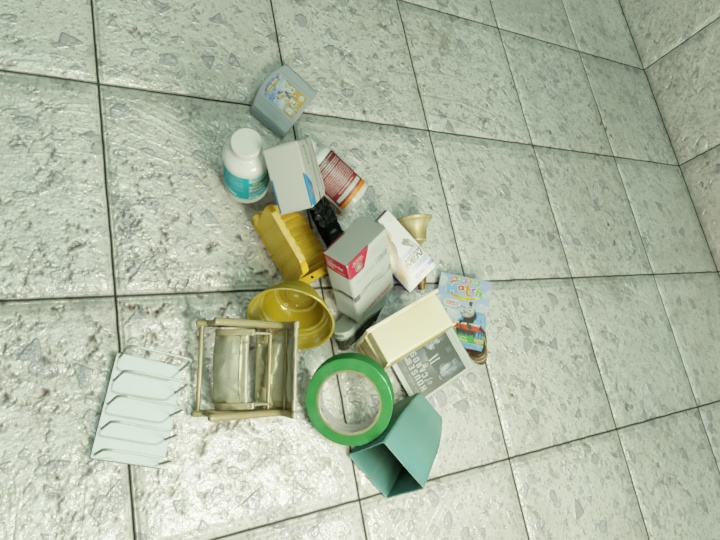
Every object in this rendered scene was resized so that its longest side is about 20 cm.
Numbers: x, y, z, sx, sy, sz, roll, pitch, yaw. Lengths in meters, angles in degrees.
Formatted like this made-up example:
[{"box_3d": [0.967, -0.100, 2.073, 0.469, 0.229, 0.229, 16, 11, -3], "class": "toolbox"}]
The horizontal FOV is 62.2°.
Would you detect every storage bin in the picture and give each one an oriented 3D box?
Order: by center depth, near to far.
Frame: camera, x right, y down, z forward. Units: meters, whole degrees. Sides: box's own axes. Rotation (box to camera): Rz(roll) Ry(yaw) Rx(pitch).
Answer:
[{"box_3d": [0.102, 0.156, 1.436, 0.198, 0.199, 0.095, -29, 79, -17], "class": "storage bin"}]

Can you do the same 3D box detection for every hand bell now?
[{"box_3d": [0.160, -0.048, 1.672, 0.102, 0.103, 0.205, -2, 84, -33], "class": "hand bell"}]

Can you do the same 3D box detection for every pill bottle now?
[{"box_3d": [-0.263, -0.245, 1.381, 0.108, 0.200, 0.113, 3, 71, -9], "class": "pill bottle"}, {"box_3d": [-0.086, -0.248, 1.563, 0.199, 0.113, 0.114, 42, 54, -12], "class": "pill bottle"}]

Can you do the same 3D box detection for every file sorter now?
[{"box_3d": [-0.411, 0.258, 1.140, 0.137, 0.124, 0.204, 18, 61, -26], "class": "file sorter"}]

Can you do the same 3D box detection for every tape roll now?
[{"box_3d": [-0.023, 0.289, 1.342, 0.201, 0.199, 0.048, 51, 13, -4], "class": "tape roll"}]

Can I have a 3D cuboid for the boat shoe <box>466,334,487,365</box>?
[{"box_3d": [0.320, 0.172, 1.693, 0.075, 0.073, 0.206, 52, 31, -52], "class": "boat shoe"}]

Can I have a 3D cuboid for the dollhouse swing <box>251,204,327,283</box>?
[{"box_3d": [-0.142, -0.079, 1.419, 0.180, 0.175, 0.202, -29, 86, -37], "class": "dollhouse swing"}]

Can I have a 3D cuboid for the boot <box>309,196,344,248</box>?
[{"box_3d": [-0.067, -0.077, 1.511, 0.072, 0.200, 0.164, -27, 53, -8], "class": "boot"}]

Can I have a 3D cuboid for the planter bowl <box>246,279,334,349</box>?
[{"box_3d": [-0.150, 0.083, 1.350, 0.198, 0.200, 0.084, 29, 41, -19], "class": "planter bowl"}]

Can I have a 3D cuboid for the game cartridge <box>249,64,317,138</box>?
[{"box_3d": [-0.212, -0.466, 1.620, 0.133, 0.041, 0.202, 40, 54, -18], "class": "game cartridge"}]

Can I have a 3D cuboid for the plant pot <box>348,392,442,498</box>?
[{"box_3d": [0.103, 0.398, 1.409, 0.142, 0.141, 0.200, 49, 46, -6], "class": "plant pot"}]

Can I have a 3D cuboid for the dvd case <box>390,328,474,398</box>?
[{"box_3d": [0.180, 0.235, 1.553, 0.198, 0.025, 0.152, -30, 87, -18], "class": "dvd case"}]

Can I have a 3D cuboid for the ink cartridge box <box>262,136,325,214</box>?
[{"box_3d": [-0.148, -0.223, 1.376, 0.200, 0.082, 0.148, -73, 149, -75], "class": "ink cartridge box"}]

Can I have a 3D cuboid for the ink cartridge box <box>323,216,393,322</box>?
[{"box_3d": [0.000, 0.000, 1.421, 0.083, 0.202, 0.145, 27, 56, 31], "class": "ink cartridge box"}]

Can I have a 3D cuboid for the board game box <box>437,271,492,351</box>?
[{"box_3d": [0.277, 0.111, 1.656, 0.148, 0.037, 0.203, 11, 59, 8], "class": "board game box"}]

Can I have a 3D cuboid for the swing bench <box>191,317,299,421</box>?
[{"box_3d": [-0.236, 0.205, 1.250, 0.197, 0.129, 0.204, 6, 81, -32], "class": "swing bench"}]

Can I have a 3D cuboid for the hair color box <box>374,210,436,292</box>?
[{"box_3d": [0.098, -0.051, 1.604, 0.109, 0.065, 0.200, -44, 97, -2], "class": "hair color box"}]

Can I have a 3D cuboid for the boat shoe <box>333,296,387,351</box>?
[{"box_3d": [0.002, 0.124, 1.503, 0.199, 0.070, 0.065, -40, 131, -37], "class": "boat shoe"}]
